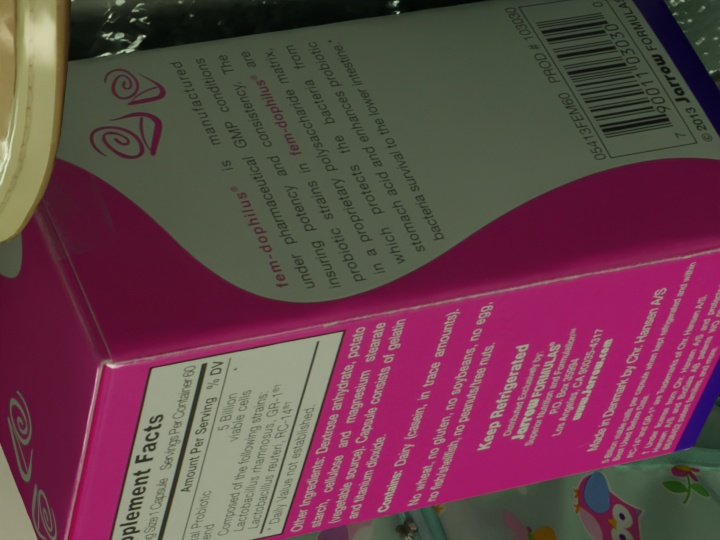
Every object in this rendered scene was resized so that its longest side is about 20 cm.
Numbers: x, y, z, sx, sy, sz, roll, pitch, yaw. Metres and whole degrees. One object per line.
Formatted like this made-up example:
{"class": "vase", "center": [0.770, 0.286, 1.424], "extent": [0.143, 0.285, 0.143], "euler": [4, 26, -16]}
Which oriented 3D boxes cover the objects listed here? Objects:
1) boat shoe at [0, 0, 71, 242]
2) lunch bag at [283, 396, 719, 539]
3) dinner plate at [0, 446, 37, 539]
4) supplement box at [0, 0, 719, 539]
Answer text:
{"class": "boat shoe", "center": [-0.113, -0.039, 0.645], "extent": [0.064, 0.071, 0.200], "euler": [8, 159, -19]}
{"class": "lunch bag", "center": [0.074, 0.107, 0.892], "extent": [0.200, 0.161, 0.077], "euler": [7, 141, -41]}
{"class": "dinner plate", "center": [-0.157, 0.136, 0.829], "extent": [0.200, 0.024, 0.201], "euler": [0, 105, 0]}
{"class": "supplement box", "center": [0.000, 0.000, 0.748], "extent": [0.200, 0.101, 0.103], "euler": [-9, 143, -24]}
